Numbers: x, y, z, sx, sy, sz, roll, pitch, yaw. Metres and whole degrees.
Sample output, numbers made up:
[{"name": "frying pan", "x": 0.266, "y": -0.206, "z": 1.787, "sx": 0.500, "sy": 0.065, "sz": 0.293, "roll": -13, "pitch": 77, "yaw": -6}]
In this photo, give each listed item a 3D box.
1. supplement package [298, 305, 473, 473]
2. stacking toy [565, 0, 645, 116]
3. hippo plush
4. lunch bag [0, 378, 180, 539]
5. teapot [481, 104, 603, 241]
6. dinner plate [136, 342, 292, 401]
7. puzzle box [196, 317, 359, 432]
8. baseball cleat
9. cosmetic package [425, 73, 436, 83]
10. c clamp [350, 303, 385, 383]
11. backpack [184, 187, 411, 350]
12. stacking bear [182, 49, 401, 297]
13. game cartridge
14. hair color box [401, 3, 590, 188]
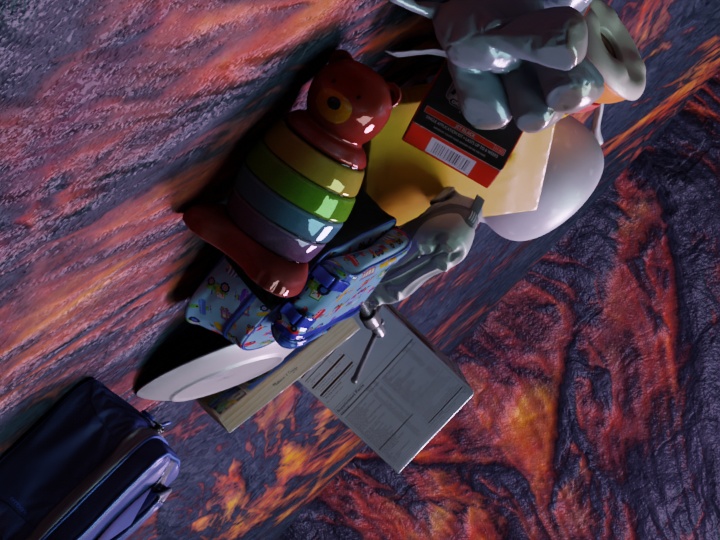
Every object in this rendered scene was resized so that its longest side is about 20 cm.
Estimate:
[{"name": "supplement package", "x": 0.020, "y": 0.126, "z": 2.071, "sx": 0.147, "sy": 0.200, "sz": 0.191, "roll": -47, "pitch": -173, "yaw": 2}, {"name": "stacking toy", "x": 0.242, "y": -0.239, "z": 1.993, "sx": 0.199, "sy": 0.147, "sz": 0.146, "roll": -30, "pitch": 179, "yaw": 30}, {"name": "hippo plush", "x": 0.138, "y": -0.233, "z": 1.462, "sx": 0.160, "sy": 0.199, "sz": 0.161, "roll": 91, "pitch": 16, "yaw": -55}, {"name": "lunch bag", "x": -0.268, "y": 0.212, "z": 1.579, "sx": 0.200, "sy": 0.132, "sz": 0.136, "roll": -44, "pitch": 169, "yaw": -7}, {"name": "teapot", "x": 0.217, "y": -0.149, "z": 2.102, "sx": 0.197, "sy": 0.146, "sz": 0.200, "roll": -14, "pitch": -144, "yaw": 49}, {"name": "dinner plate", "x": -0.149, "y": 0.110, "z": 1.750, "sx": 0.199, "sy": 0.024, "sz": 0.200, "roll": -21, "pitch": 169, "yaw": -4}, {"name": "puzzle box", "x": -0.103, "y": 0.109, "z": 1.909, "sx": 0.200, "sy": 0.025, "sz": 0.133, "roll": -38, "pitch": -162, "yaw": -11}, {"name": "baseball cleat", "x": 0.059, "y": -0.025, "z": 1.655, "sx": 0.200, "sy": 0.070, "sz": 0.107, "roll": -20, "pitch": -152, "yaw": 48}, {"name": "cosmetic package", "x": 0.118, "y": -0.149, "z": 1.772, "sx": 0.074, "sy": 0.102, "sz": 0.200, "roll": -18, "pitch": 166, "yaw": -1}, {"name": "c clamp", "x": 0.000, "y": 0.000, "z": 1.769, "sx": 0.171, "sy": 0.027, "sz": 0.200, "roll": -65, "pitch": 147, "yaw": -32}, {"name": "backpack", "x": -0.072, "y": 0.006, "z": 1.580, "sx": 0.200, "sy": 0.135, "sz": 0.182, "roll": -48, "pitch": 169, "yaw": 28}, {"name": "stacking bear", "x": -0.044, "y": -0.094, "z": 1.396, "sx": 0.201, "sy": 0.121, "sz": 0.114, "roll": -56, "pitch": 164, "yaw": 13}, {"name": "game cartridge", "x": 0.099, "y": -0.122, "z": 1.640, "sx": 0.199, "sy": 0.033, "sz": 0.177, "roll": -6, "pitch": 137, "yaw": -12}, {"name": "hair color box", "x": 0.132, "y": -0.193, "z": 1.545, "sx": 0.201, "sy": 0.101, "sz": 0.061, "roll": -62, "pitch": -179, "yaw": -17}]
